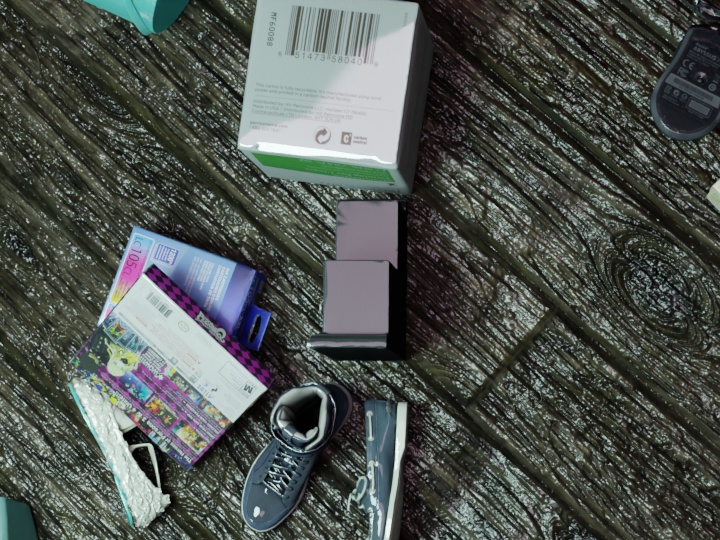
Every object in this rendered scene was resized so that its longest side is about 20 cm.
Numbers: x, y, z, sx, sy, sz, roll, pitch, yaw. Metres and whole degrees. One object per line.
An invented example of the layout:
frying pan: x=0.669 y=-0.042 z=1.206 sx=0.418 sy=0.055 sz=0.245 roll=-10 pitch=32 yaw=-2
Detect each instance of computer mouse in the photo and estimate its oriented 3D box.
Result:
computer mouse: x=0.418 y=-0.233 z=1.753 sx=0.138 sy=0.053 sz=0.201 roll=33 pitch=78 yaw=10

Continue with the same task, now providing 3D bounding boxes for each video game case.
video game case: x=-0.227 y=0.119 z=1.743 sx=0.200 sy=0.036 sz=0.181 roll=42 pitch=122 yaw=-3

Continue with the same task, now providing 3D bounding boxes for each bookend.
bookend: x=0.000 y=0.000 z=1.707 sx=0.091 sy=0.200 sz=0.202 roll=0 pitch=83 yaw=8

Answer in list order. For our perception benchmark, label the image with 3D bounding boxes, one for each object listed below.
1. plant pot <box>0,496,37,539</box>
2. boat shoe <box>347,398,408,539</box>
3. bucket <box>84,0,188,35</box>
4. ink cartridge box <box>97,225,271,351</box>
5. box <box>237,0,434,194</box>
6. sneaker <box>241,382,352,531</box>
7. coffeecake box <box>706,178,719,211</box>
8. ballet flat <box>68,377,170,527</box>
plant pot: x=-0.462 y=0.379 z=1.762 sx=0.139 sy=0.141 sz=0.203 roll=-1 pitch=75 yaw=8
boat shoe: x=0.020 y=0.253 z=1.734 sx=0.061 sy=0.075 sz=0.203 roll=4 pitch=82 yaw=7
bucket: x=-0.270 y=-0.401 z=1.803 sx=0.134 sy=0.207 sz=0.209 roll=29 pitch=88 yaw=3
ink cartridge box: x=-0.204 y=0.044 z=1.796 sx=0.198 sy=0.076 sz=0.138 roll=19 pitch=86 yaw=9
box: x=-0.026 y=-0.212 z=1.752 sx=0.196 sy=0.171 sz=0.203 roll=7 pitch=84 yaw=10
sneaker: x=-0.089 y=0.219 z=1.720 sx=0.076 sy=0.146 sz=0.204 roll=31 pitch=89 yaw=9
coffeecake box: x=0.530 y=-0.073 z=1.699 sx=0.153 sy=0.073 sz=0.200 roll=-43 pitch=79 yaw=0
ballet flat: x=-0.292 y=0.216 z=1.796 sx=0.071 sy=0.072 sz=0.202 roll=-26 pitch=85 yaw=4
